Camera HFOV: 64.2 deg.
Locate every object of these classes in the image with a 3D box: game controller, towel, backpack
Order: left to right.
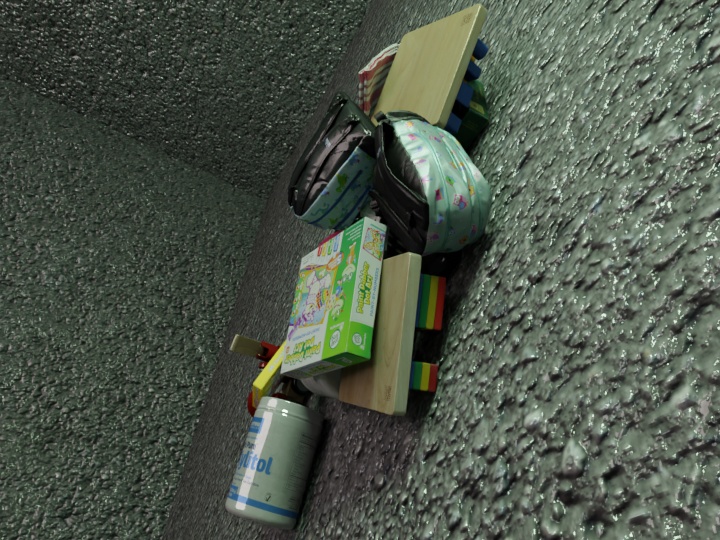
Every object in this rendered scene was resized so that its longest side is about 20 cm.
[{"bbox_3d":[-0.040,-0.162,0.953,0.200,0.153,0.164,-44,46,13],"label":"backpack"},{"bbox_3d":[0.040,-0.295,1.058,0.147,0.029,0.202,-53,-29,-44],"label":"towel"},{"bbox_3d":[0.091,-0.114,0.799,0.201,0.125,0.169,-115,16,-44],"label":"backpack"},{"bbox_3d":[0.115,-0.053,0.898,0.104,0.042,0.202,-37,31,33],"label":"game controller"}]

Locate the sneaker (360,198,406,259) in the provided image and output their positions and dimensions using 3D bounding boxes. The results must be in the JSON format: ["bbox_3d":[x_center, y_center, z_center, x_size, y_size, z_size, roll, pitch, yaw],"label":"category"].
[{"bbox_3d":[0.036,-0.080,0.957,0.079,0.074,0.202,-26,35,33],"label":"sneaker"}]

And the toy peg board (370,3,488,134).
[{"bbox_3d":[0.129,-0.297,0.948,0.198,0.097,0.203,10,78,57],"label":"toy peg board"}]

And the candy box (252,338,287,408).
[{"bbox_3d":[-0.148,0.176,1.144,0.201,0.026,0.103,-54,-15,-34],"label":"candy box"}]

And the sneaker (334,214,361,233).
[{"bbox_3d":[-0.028,-0.061,1.093,0.201,0.069,0.101,-54,-41,-42],"label":"sneaker"}]

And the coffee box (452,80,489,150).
[{"bbox_3d":[0.145,-0.225,0.999,0.201,0.043,0.124,-54,21,39],"label":"coffee box"}]

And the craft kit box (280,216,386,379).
[{"bbox_3d":[-0.042,0.048,0.848,0.199,0.048,0.201,-29,50,52],"label":"craft kit box"}]

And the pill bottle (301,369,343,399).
[{"bbox_3d":[-0.049,0.158,0.983,0.200,0.113,0.116,-20,49,68],"label":"pill bottle"}]

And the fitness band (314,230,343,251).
[{"bbox_3d":[0.000,0.000,0.969,0.198,0.038,0.145,23,72,35],"label":"fitness band"}]

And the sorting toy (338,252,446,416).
[{"bbox_3d":[0.044,0.092,0.811,0.198,0.069,0.204,164,115,-67],"label":"sorting toy"}]

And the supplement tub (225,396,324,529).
[{"bbox_3d":[-0.152,0.345,1.033,0.132,0.130,0.203,-33,38,62],"label":"supplement tub"}]

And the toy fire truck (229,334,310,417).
[{"bbox_3d":[-0.199,0.224,1.216,0.129,0.198,0.178,-37,33,59],"label":"toy fire truck"}]
